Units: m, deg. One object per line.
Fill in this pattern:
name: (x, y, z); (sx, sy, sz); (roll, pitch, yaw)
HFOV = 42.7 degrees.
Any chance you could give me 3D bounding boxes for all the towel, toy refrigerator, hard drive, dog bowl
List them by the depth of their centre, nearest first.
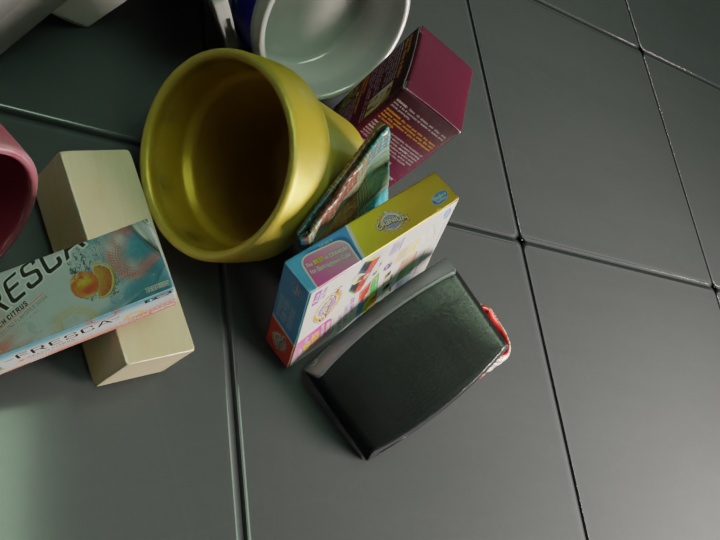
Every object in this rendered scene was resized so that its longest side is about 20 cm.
toy refrigerator: (-0.229, -0.004, 0.846); (0.075, 0.070, 0.203); (-10, 75, -47)
towel: (-0.012, -0.051, 0.950); (0.022, 0.200, 0.148); (32, 74, 12)
hard drive: (0.053, 0.094, 0.976); (0.199, 0.042, 0.136); (-36, 94, -9)
dog bowl: (-0.044, -0.300, 1.049); (0.198, 0.202, 0.079); (-2, 42, -41)

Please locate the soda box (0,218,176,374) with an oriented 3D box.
soda box: (-0.252, 0.029, 0.745); (0.197, 0.068, 0.064); (-23, 81, -15)

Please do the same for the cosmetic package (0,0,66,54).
cosmetic package: (-0.322, -0.292, 0.775); (0.124, 0.198, 0.199); (57, 7, -2)

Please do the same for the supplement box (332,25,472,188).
supplement box: (0.029, -0.168, 1.064); (0.085, 0.199, 0.112); (34, 48, -21)

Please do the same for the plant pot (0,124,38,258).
plant pot: (-0.376, -0.077, 0.687); (0.179, 0.201, 0.199); (44, 43, 10)

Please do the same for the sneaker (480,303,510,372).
sneaker: (0.082, 0.049, 1.055); (0.201, 0.108, 0.068); (41, 46, -15)

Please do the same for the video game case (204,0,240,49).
video game case: (-0.171, -0.324, 0.997); (0.018, 0.200, 0.145); (-23, 90, -4)

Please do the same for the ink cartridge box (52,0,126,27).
ink cartridge box: (-0.285, -0.376, 0.940); (0.203, 0.145, 0.083); (65, 15, 8)

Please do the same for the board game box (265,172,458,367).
board game box: (0.000, 0.000, 0.942); (0.199, 0.154, 0.040); (-32, 70, -29)

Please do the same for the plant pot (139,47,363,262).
plant pot: (-0.092, -0.110, 0.947); (0.188, 0.199, 0.204); (-2, 67, -58)
